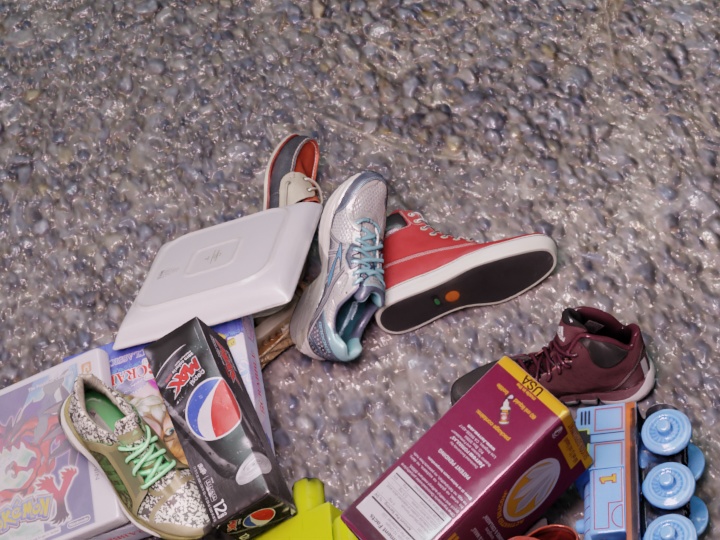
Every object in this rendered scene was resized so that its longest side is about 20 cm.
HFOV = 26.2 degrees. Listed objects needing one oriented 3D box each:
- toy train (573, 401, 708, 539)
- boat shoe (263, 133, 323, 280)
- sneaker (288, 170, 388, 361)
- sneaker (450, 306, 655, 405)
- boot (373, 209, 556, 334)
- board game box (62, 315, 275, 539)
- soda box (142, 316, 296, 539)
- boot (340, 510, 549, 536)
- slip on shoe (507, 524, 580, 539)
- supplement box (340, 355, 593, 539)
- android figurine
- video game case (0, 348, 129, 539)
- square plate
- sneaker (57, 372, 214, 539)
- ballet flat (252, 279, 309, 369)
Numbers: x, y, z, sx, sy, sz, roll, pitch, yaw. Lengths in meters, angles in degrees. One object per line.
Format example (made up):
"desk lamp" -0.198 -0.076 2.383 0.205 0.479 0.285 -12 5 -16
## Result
"toy train" 0.245 0.207 1.366 0.114 0.087 0.201 -10 50 20
"boat shoe" -0.073 -0.066 1.696 0.062 0.071 0.201 -6 53 31
"sneaker" 0.000 0.000 1.567 0.086 0.077 0.201 19 94 52
"sneaker" 0.177 0.079 1.470 0.199 0.116 0.076 -11 48 7
"boot" 0.098 -0.028 1.620 0.199 0.073 0.145 -18 46 6
"board game box" -0.188 0.152 1.517 0.199 0.041 0.200 -19 61 11
"soda box" -0.131 0.146 1.433 0.063 0.071 0.201 -31 60 7
"boot" 0.076 0.220 1.426 0.199 0.069 0.189 -12 58 13
"slip on shoe" 0.125 0.246 1.250 0.074 0.200 0.062 12 98 30
"supplement box" 0.094 0.187 1.330 0.200 0.110 0.086 -44 54 -8
"android figurine" -0.068 0.286 1.388 0.181 0.041 0.201 -24 44 22
"video game case" -0.323 0.192 1.518 0.199 0.023 0.183 -23 60 19
"square plate" -0.146 -0.003 1.578 0.197 0.029 0.200 -15 26 17
"sneaker" -0.208 0.169 1.422 0.200 0.089 0.077 40 65 18
"ballet flat" -0.123 0.076 1.595 0.200 0.065 0.070 -42 52 -20
